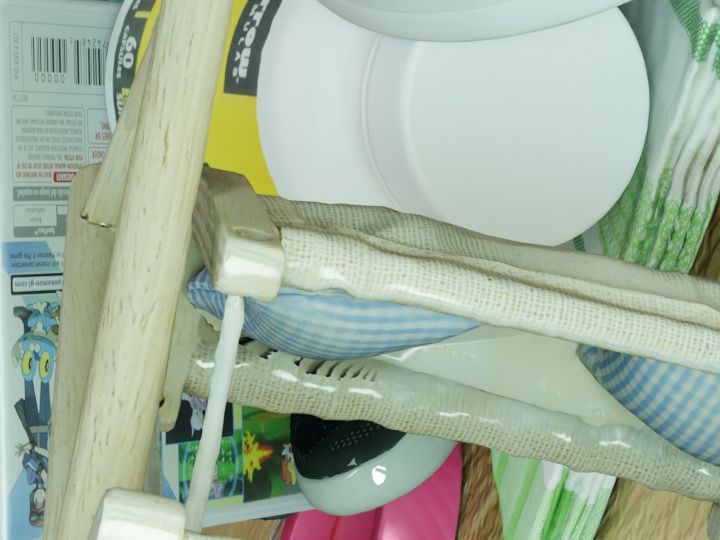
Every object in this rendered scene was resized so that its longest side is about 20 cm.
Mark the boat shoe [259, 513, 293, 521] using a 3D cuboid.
[{"bbox_3d":[-0.056,0.004,1.103,0.075,0.061,0.202,-42,-49,-72],"label":"boat shoe"}]

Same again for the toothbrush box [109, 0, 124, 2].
[{"bbox_3d":[-0.040,-0.056,1.167,0.085,0.146,0.201,-63,-5,-56],"label":"toothbrush box"}]

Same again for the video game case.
[{"bbox_3d":[-0.069,0.000,0.991,0.200,0.022,0.184,-2,-88,-57],"label":"video game case"}]

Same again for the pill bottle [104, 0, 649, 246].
[{"bbox_3d":[0.004,-0.055,0.881,0.200,0.111,0.112,11,87,63],"label":"pill bottle"}]

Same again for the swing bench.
[{"bbox_3d":[0.036,0.037,0.589,0.130,0.198,0.201,116,164,-45],"label":"swing bench"}]

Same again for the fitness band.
[{"bbox_3d":[-0.004,0.133,1.092,0.144,0.037,0.201,-120,44,-70],"label":"fitness band"}]

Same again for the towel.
[{"bbox_3d":[0.081,-0.015,0.883,0.149,0.030,0.201,-93,18,-63],"label":"towel"}]

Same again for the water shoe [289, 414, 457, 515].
[{"bbox_3d":[0.000,0.000,1.015,0.071,0.079,0.201,-22,34,28],"label":"water shoe"}]

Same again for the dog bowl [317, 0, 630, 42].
[{"bbox_3d":[0.047,-0.163,0.784,0.199,0.079,0.201,-20,42,19],"label":"dog bowl"}]
